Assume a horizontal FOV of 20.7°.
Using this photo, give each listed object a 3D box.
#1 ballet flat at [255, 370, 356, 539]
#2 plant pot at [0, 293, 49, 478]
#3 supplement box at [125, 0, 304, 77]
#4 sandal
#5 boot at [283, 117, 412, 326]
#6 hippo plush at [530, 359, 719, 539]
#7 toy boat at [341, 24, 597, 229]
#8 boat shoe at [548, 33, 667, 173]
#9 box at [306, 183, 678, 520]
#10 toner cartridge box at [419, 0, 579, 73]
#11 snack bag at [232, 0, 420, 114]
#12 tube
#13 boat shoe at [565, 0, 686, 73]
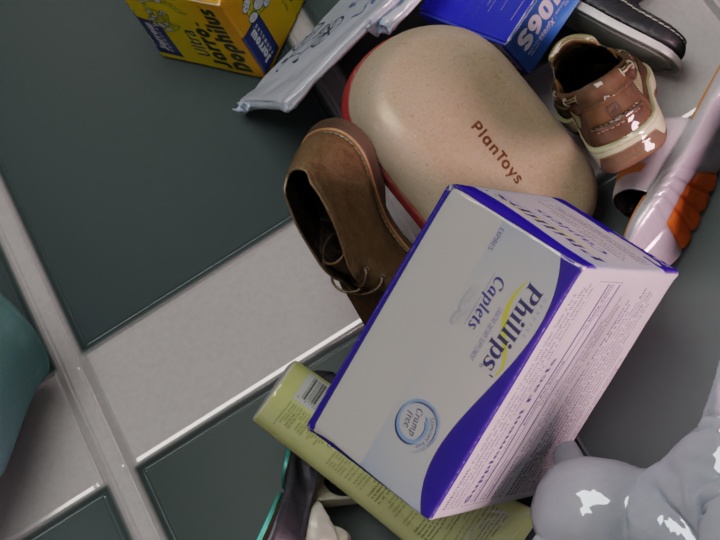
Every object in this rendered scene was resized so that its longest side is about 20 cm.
[{"bbox_3d":[-0.033,0.161,1.360,0.073,0.073,0.201,4,59,22],"label":"ballet flat"},{"bbox_3d":[-0.335,0.100,1.443,0.199,0.201,0.188,19,56,28],"label":"plant pot"},{"bbox_3d":[-0.098,-0.275,1.589,0.109,0.109,0.201,15,70,27],"label":"supplement box"},{"bbox_3d":[0.222,-0.085,1.394,0.059,0.079,0.207,18,63,29],"label":"sandal"},{"bbox_3d":[0.000,0.000,1.362,0.073,0.201,0.076,-13,25,30],"label":"boot"},{"bbox_3d":[0.182,0.170,1.212,0.160,0.201,0.160,-11,38,24],"label":"hippo plush"},{"bbox_3d":[0.067,-0.077,1.419,0.130,0.131,0.200,-41,95,-23],"label":"toy boat"},{"bbox_3d":[0.166,-0.136,1.378,0.074,0.075,0.202,-32,18,5],"label":"boat shoe"},{"bbox_3d":[0.088,0.049,1.256,0.105,0.200,0.185,35,103,22],"label":"box"},{"bbox_3d":[0.137,-0.247,1.445,0.095,0.043,0.200,29,81,42],"label":"toner cartridge box"},{"bbox_3d":[-0.006,-0.185,1.493,0.200,0.021,0.188,-46,14,-7],"label":"snack bag"},{"bbox_3d":[0.020,0.139,1.326,0.200,0.052,0.058,35,117,0],"label":"tube"},{"bbox_3d":[0.169,-0.210,1.475,0.200,0.076,0.060,32,84,30],"label":"boat shoe"}]
